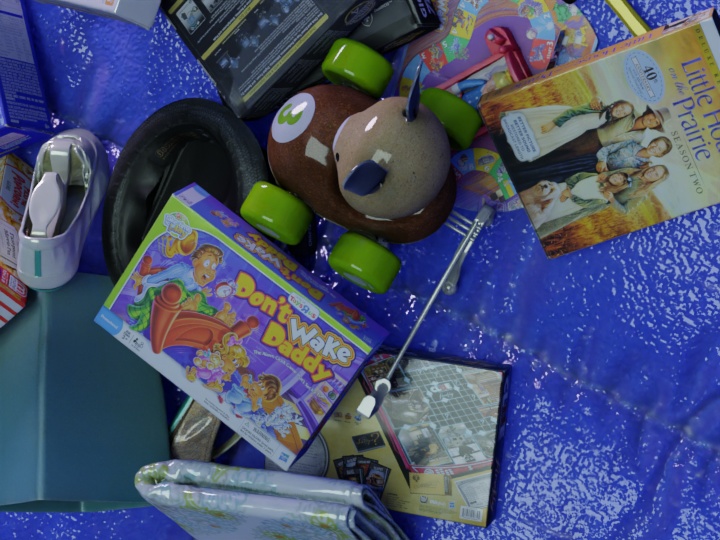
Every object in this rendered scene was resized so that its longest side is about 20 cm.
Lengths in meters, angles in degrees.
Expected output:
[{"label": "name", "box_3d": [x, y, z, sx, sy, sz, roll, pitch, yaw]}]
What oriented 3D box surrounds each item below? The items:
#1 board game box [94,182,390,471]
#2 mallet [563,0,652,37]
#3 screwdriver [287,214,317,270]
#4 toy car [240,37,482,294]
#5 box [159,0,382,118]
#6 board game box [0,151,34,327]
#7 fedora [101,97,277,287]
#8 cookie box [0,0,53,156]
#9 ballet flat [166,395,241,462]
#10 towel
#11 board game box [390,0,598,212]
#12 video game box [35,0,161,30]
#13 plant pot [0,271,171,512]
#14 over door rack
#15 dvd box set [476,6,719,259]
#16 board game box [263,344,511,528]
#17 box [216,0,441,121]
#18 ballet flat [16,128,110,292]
[{"label": "board game box", "box_3d": [-0.096, 0.045, 1.502, 0.200, 0.045, 0.134, 37, 114, 7]}, {"label": "mallet", "box_3d": [0.217, -0.178, 1.487, 0.066, 0.041, 0.200, -33, 87, 20]}, {"label": "screwdriver", "box_3d": [-0.049, 0.026, 1.616, 0.028, 0.029, 0.200, 1, 95, 22]}, {"label": "toy car", "box_3d": [0.006, -0.092, 1.419, 0.158, 0.200, 0.164, 29, 82, 1]}, {"label": "box", "box_3d": [-0.069, -0.247, 1.520, 0.200, 0.049, 0.161, -43, 74, 26]}, {"label": "board game box", "box_3d": [-0.350, 0.003, 1.649, 0.151, 0.200, 0.046, -39, 119, 21]}, {"label": "fedora", "box_3d": [-0.127, -0.045, 1.594, 0.201, 0.092, 0.201, 0, 90, 40]}, {"label": "cookie box", "box_3d": [-0.383, -0.191, 1.686, 0.171, 0.075, 0.200, -19, 79, 23]}, {"label": "ballet flat", "box_3d": [-0.109, 0.095, 1.636, 0.067, 0.068, 0.200, 27, 111, -3]}, {"label": "towel", "box_3d": [-0.067, 0.206, 1.570, 0.200, 0.171, 0.048, 4, 65, 20]}, {"label": "board game box", "box_3d": [0.097, -0.147, 1.532, 0.158, 0.039, 0.200, 20, 102, 18]}, {"label": "video game box", "box_3d": [-0.207, -0.312, 1.573, 0.182, 0.047, 0.200, 19, 91, 46]}, {"label": "plant pot", "box_3d": [-0.257, 0.106, 1.633, 0.141, 0.141, 0.200, -12, 75, 46]}, {"label": "over door rack", "box_3d": [0.000, 0.000, 1.554, 0.148, 0.067, 0.200, 31, 89, 10]}, {"label": "dvd box set", "box_3d": [0.210, -0.104, 1.473, 0.200, 0.029, 0.146, -18, 108, 23]}, {"label": "board game box", "box_3d": [0.021, 0.132, 1.588, 0.200, 0.035, 0.136, 9, 99, 16]}, {"label": "box", "box_3d": [-0.059, -0.252, 1.569, 0.200, 0.050, 0.199, -24, 87, 27]}, {"label": "ballet flat", "box_3d": [-0.255, -0.070, 1.607, 0.069, 0.200, 0.069, 2, 135, 2]}]
